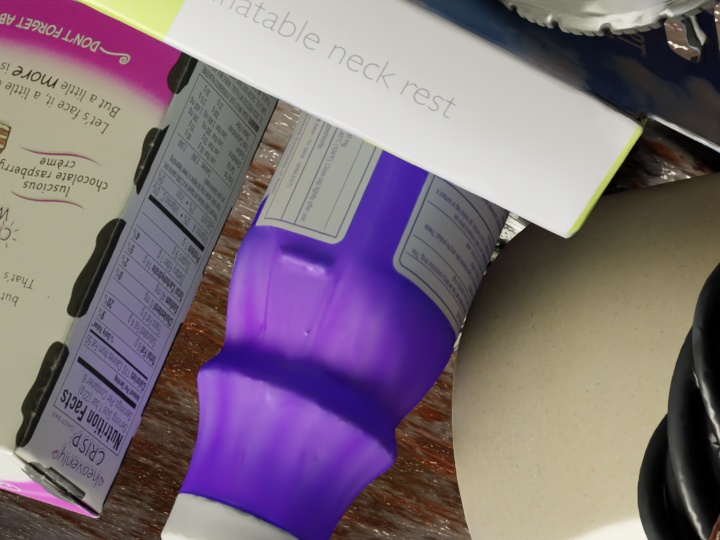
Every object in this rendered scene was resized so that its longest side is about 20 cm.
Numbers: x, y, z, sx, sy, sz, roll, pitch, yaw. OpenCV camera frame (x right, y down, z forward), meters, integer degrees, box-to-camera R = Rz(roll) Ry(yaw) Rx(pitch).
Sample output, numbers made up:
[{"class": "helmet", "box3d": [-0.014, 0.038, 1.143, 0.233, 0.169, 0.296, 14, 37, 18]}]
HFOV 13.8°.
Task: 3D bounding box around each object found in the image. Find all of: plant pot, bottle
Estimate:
[{"class": "plant pot", "box3d": [0.162, 0.040, 0.891, 0.187, 0.188, 0.200, 32, 146, -29]}, {"class": "bottle", "box3d": [0.000, 0.000, 0.901, 0.065, 0.200, 0.084, 18, 166, 23]}]

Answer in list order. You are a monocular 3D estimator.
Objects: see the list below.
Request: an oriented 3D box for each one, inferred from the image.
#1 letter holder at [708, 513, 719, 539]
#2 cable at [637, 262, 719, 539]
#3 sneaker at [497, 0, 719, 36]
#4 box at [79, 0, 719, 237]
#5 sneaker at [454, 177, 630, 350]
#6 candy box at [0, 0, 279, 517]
[{"class": "letter holder", "box3d": [0.189, 0.028, 0.687, 0.142, 0.200, 0.101, 15, 158, 49]}, {"class": "cable", "box3d": [0.168, 0.067, 0.781, 0.200, 0.163, 0.051, 50, -156, 3]}, {"class": "sneaker", "box3d": [0.085, -0.109, 0.681, 0.200, 0.076, 0.091, -2, 142, 44]}, {"class": "box", "box3d": [0.000, -0.085, 0.787, 0.200, 0.048, 0.122, 26, -152, -12]}, {"class": "sneaker", "box3d": [0.035, -0.003, 1.063, 0.078, 0.085, 0.200, 26, 164, -13]}, {"class": "candy box", "box3d": [-0.108, -0.037, 0.935, 0.136, 0.200, 0.061, 15, 163, 30]}]
